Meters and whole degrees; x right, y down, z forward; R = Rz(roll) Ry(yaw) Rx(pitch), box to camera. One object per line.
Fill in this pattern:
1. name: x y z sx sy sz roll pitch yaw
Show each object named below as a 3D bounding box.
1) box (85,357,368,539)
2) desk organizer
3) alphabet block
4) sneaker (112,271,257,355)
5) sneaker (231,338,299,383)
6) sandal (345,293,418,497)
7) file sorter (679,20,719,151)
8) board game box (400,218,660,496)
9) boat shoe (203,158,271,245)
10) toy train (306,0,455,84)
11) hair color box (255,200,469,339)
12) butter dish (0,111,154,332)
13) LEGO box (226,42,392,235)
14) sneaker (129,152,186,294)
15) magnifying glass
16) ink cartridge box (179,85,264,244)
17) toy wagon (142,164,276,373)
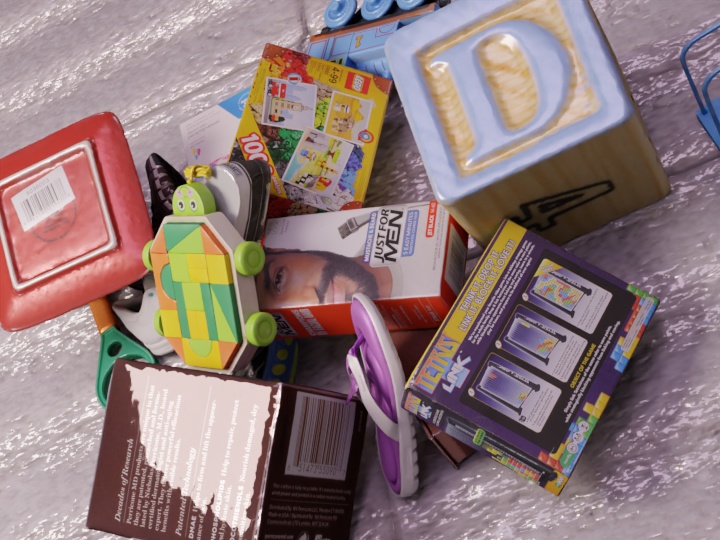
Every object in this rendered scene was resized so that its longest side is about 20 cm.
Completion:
1. box: -0.123 0.183 1.351 0.199 0.166 0.166 5 83 32
2. desk organizer: 0.065 0.086 1.390 0.077 0.072 0.200 -36 51 2
3. alphabet block: 0.163 -0.147 1.369 0.195 0.200 0.197 -23 67 14
4. sneaker: -0.187 0.024 1.517 0.199 0.088 0.076 -31 32 33
5. sneaker: -0.100 0.046 1.504 0.082 0.071 0.201 2 66 23
6. sandal: 0.013 0.123 1.323 0.049 0.204 0.082 -18 15 -18
7. file sorter: 0.401 -0.143 1.307 0.138 0.123 0.201 -30 51 9
8. board game box: 0.155 0.076 1.292 0.164 0.057 0.201 29 65 11
9. boat shoe: -0.129 -0.019 1.429 0.071 0.063 0.201 37 126 29
10. toy train: 0.028 -0.256 1.597 0.199 0.087 0.115 -6 61 38
11. hair color box: 0.000 0.000 1.392 0.198 0.064 0.112 -6 57 23
12. butter dish: -0.304 -0.041 1.565 0.199 0.148 0.201 -23 71 13
13. LEGO box: -0.059 -0.129 1.520 0.148 0.077 0.201 16 54 -4
14. sneaker: -0.237 -0.040 1.633 0.115 0.076 0.201 -36 51 9
15. magnifying glass: -0.278 0.085 1.612 0.079 0.022 0.201 -34 49 7
16. ink cartridge box: -0.126 -0.102 1.611 0.116 0.067 0.201 -26 53 13
17. toy wagon: -0.155 -0.002 1.386 0.154 0.039 0.202 2 105 44
